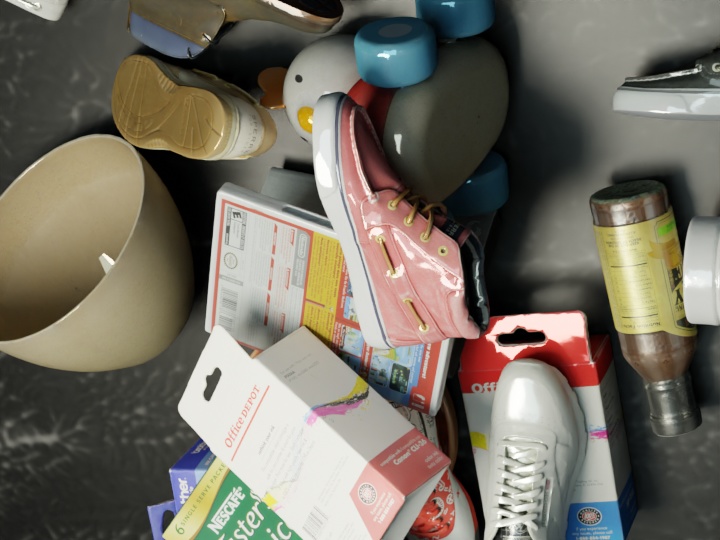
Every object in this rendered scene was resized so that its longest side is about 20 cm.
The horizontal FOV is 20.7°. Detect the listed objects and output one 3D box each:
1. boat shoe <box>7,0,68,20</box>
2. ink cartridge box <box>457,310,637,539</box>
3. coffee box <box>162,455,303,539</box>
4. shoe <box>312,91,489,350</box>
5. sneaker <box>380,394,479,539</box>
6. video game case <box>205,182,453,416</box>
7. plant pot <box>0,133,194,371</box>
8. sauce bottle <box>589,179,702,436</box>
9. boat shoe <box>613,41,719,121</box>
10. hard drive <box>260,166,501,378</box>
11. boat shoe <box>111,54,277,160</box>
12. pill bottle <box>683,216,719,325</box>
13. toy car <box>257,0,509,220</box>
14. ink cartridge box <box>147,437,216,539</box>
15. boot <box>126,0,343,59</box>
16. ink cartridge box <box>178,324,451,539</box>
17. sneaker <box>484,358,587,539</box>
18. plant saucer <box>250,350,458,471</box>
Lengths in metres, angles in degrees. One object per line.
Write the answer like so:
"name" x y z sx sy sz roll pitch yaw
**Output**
"boat shoe" -0.336 -0.254 1.647 0.201 0.075 0.086 18 116 3
"ink cartridge box" 0.151 0.121 1.597 0.116 0.067 0.201 -4 106 21
"coffee box" -0.052 0.229 1.603 0.200 0.044 0.123 38 116 4
"shoe" 0.032 -0.037 1.395 0.091 0.072 0.201 -5 115 22
"sneaker" 0.038 0.175 1.599 0.067 0.108 0.202 -8 105 23
"video game case" -0.023 0.023 1.508 0.199 0.017 0.143 20 130 14
"plant pot" -0.215 0.006 1.641 0.200 0.201 0.134 -26 135 25
"sauce bottle" 0.229 0.031 1.542 0.064 0.065 0.201 -8 107 22
"boat shoe" 0.288 -0.142 1.465 0.199 0.069 0.057 0 89 18
"hard drive" 0.000 0.000 1.581 0.199 0.033 0.140 12 69 19
"boat shoe" -0.135 -0.125 1.586 0.200 0.069 0.074 31 109 53
"pill bottle" 0.345 0.003 1.462 0.199 0.111 0.111 2 109 20
"toy car" -0.002 -0.125 1.523 0.199 0.177 0.185 10 124 30
"ink cartridge box" -0.079 0.215 1.676 0.199 0.076 0.137 -2 107 22
"boot" -0.106 -0.209 1.582 0.200 0.075 0.097 26 125 21
"ink cartridge box" -0.040 0.128 1.518 0.200 0.067 0.117 42 133 15
"sneaker" 0.130 0.168 1.539 0.076 0.080 0.201 4 108 20
"plant saucer" -0.012 0.131 1.680 0.200 0.032 0.201 6 109 18
